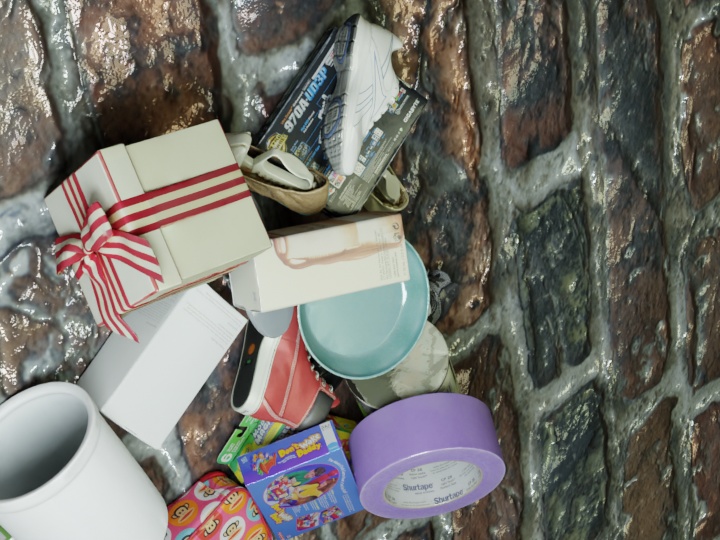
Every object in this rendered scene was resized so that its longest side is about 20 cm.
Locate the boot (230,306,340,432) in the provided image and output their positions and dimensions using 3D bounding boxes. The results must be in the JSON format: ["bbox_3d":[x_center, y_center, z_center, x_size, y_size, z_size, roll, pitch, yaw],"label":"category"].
[{"bbox_3d":[-0.080,0.110,1.710,0.144,0.072,0.201,23,73,-30],"label":"boot"}]

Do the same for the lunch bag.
[{"bbox_3d":[-0.211,0.387,1.728,0.200,0.082,0.177,-40,130,-25],"label":"lunch bag"}]

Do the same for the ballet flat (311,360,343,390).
[{"bbox_3d":[-0.045,0.123,1.812,0.200,0.057,0.066,-52,152,-7],"label":"ballet flat"}]

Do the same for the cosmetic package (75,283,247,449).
[{"bbox_3d":[-0.245,0.103,1.588,0.200,0.081,0.113,-53,133,-12],"label":"cosmetic package"}]

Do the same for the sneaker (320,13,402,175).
[{"bbox_3d":[0.006,-0.213,1.603,0.087,0.074,0.201,12,88,-24],"label":"sneaker"}]

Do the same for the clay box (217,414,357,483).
[{"bbox_3d":[-0.093,0.248,1.788,0.200,0.048,0.115,20,108,-46],"label":"clay box"}]

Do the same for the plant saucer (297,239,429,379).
[{"bbox_3d":[-0.001,0.040,1.685,0.199,0.036,0.201,-5,100,-30],"label":"plant saucer"}]

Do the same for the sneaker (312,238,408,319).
[{"bbox_3d":[0.000,0.000,1.739,0.200,0.082,0.077,-46,122,-44],"label":"sneaker"}]

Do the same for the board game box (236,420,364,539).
[{"bbox_3d":[-0.076,0.288,1.745,0.134,0.045,0.200,-21,146,-3],"label":"board game box"}]

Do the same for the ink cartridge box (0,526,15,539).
[{"bbox_3d":[-0.463,0.401,1.516,0.200,0.059,0.104,-46,131,-19],"label":"ink cartridge box"}]

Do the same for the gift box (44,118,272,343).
[{"bbox_3d":[-0.226,-0.039,1.431,0.186,0.184,0.201,-21,82,-37],"label":"gift box"}]

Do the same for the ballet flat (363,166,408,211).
[{"bbox_3d":[0.008,-0.149,1.731,0.070,0.069,0.200,-50,132,-16],"label":"ballet flat"}]

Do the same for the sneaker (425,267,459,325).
[{"bbox_3d":[0.087,0.031,1.846,0.114,0.075,0.200,-52,161,-26],"label":"sneaker"}]

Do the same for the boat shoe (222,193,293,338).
[{"bbox_3d":[-0.146,-0.009,1.624,0.074,0.068,0.200,-36,114,-33],"label":"boat shoe"}]

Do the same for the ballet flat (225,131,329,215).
[{"bbox_3d":[-0.125,-0.127,1.559,0.199,0.072,0.068,23,52,-13],"label":"ballet flat"}]

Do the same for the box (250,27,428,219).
[{"bbox_3d":[-0.029,-0.182,1.652,0.159,0.046,0.200,35,80,-17],"label":"box"}]

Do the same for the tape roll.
[{"bbox_3d":[0.088,0.251,1.733,0.199,0.085,0.200,-8,145,-6],"label":"tape roll"}]

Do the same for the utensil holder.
[{"bbox_3d":[-0.336,0.257,1.502,0.170,0.170,0.200,-45,132,-20],"label":"utensil holder"}]

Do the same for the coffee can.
[{"bbox_3d":[0.068,0.172,1.819,0.146,0.146,0.200,-49,149,-17],"label":"coffee can"}]

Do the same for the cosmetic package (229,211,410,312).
[{"bbox_3d":[-0.053,-0.013,1.569,0.199,0.103,0.088,-13,100,-25],"label":"cosmetic package"}]
